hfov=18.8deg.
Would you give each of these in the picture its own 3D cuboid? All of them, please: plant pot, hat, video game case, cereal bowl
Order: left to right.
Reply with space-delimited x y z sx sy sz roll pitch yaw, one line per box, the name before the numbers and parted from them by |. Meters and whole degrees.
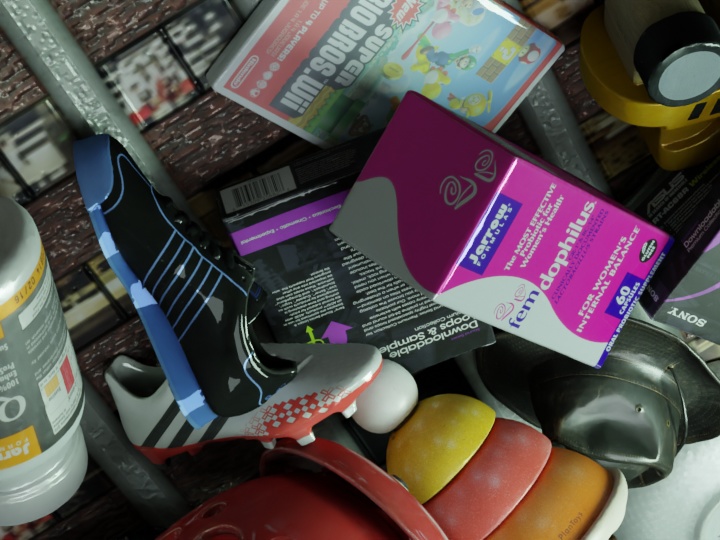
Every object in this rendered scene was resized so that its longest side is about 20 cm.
plant pot | -0.043 0.224 1.413 0.182 0.200 0.201 -44 138 -26
video game case | 0.019 -0.133 1.378 0.200 0.017 0.143 26 111 -38
hat | 0.169 0.110 1.543 0.200 0.081 0.201 11 153 6
cereal bowl | 0.290 0.169 1.702 0.199 0.083 0.201 -14 131 -16

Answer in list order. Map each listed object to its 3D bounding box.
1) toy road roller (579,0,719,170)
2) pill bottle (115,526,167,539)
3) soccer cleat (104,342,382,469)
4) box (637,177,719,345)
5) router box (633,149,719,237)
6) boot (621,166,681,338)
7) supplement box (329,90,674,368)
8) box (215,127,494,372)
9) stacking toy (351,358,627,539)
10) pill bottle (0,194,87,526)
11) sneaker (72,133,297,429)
toy road roller | 0.239 -0.151 1.403 0.199 0.123 0.146 -15 144 -9
pill bottle | -0.169 0.248 1.529 0.199 0.112 0.112 -20 132 -9
soccer cleat | -0.080 0.072 1.417 0.199 0.069 0.085 -16 115 31
box | 0.289 -0.030 1.405 0.143 0.036 0.200 19 119 -32
router box | 0.304 -0.057 1.466 0.200 0.062 0.150 -47 127 10
boot | 0.248 -0.024 1.547 0.200 0.073 0.182 -42 134 1
supplement box | 0.091 -0.023 1.354 0.200 0.103 0.101 21 101 -50
box | 0.000 0.000 1.439 0.142 0.036 0.200 -20 134 -1
stacking toy | 0.069 0.130 1.463 0.146 0.146 0.200 -43 96 12
pill bottle | -0.235 0.058 1.345 0.116 0.117 0.201 -19 131 -10
sneaker | -0.108 -0.002 1.348 0.078 0.070 0.201 -24 106 4
